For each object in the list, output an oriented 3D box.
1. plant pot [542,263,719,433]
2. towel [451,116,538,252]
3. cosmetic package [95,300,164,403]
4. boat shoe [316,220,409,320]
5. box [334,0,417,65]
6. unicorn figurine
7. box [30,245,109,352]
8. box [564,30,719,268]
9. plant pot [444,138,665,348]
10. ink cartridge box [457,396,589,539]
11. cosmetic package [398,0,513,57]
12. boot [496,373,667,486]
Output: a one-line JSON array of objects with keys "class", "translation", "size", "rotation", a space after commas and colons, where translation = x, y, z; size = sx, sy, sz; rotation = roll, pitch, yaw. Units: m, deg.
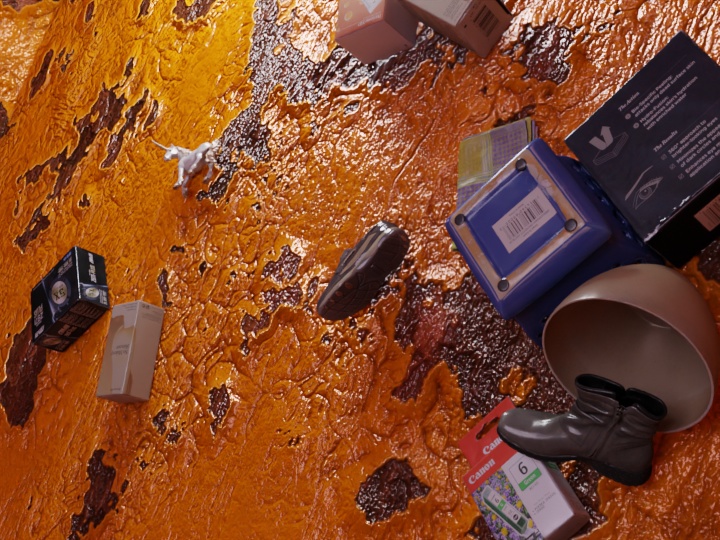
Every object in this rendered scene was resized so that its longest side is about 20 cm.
[{"class": "plant pot", "translation": [0.333, 0.071, 0.985], "size": [0.199, 0.202, 0.135], "rotation": [0, 36, 43]}, {"class": "towel", "translation": [0.204, -0.131, 1.290], "size": [0.142, 0.023, 0.203], "rotation": [-9, 66, 40]}, {"class": "cosmetic package", "translation": [-0.487, 0.173, 1.770], "size": [0.104, 0.071, 0.203], "rotation": [-13, 64, 39]}, {"class": "boat shoe", "translation": [0.000, 0.000, 1.399], "size": [0.200, 0.074, 0.073], "rotation": [-45, 37, 7]}, {"class": "box", "translation": [0.037, -0.509, 1.562], "size": [0.123, 0.097, 0.203], "rotation": [-10, 66, 40]}, {"class": "unicorn figurine", "translation": [-0.380, -0.238, 1.863], "size": [0.197, 0.074, 0.139], "rotation": [-12, 54, 24]}, {"class": "box", "translation": [-0.701, 0.070, 2.007], "size": [0.199, 0.086, 0.165], "rotation": [-38, 51, 25]}, {"class": "box", "translation": [0.399, -0.149, 1.046], "size": [0.197, 0.117, 0.201], "rotation": [-43, 49, 21]}, {"class": "plant pot", "translation": [0.240, -0.037, 1.089], "size": [0.200, 0.179, 0.201], "rotation": [-42, 53, 20]}, {"class": "ink cartridge box", "translation": [0.196, 0.268, 1.089], "size": [0.109, 0.050, 0.201], "rotation": [-46, 48, 18]}, {"class": "cosmetic package", "translation": [0.153, -0.455, 1.425], "size": [0.088, 0.103, 0.200], "rotation": [-53, 47, 8]}, {"class": "boot", "translation": [0.260, 0.171, 0.999], "size": [0.198, 0.132, 0.068], "rotation": [13, 40, 25]}]
